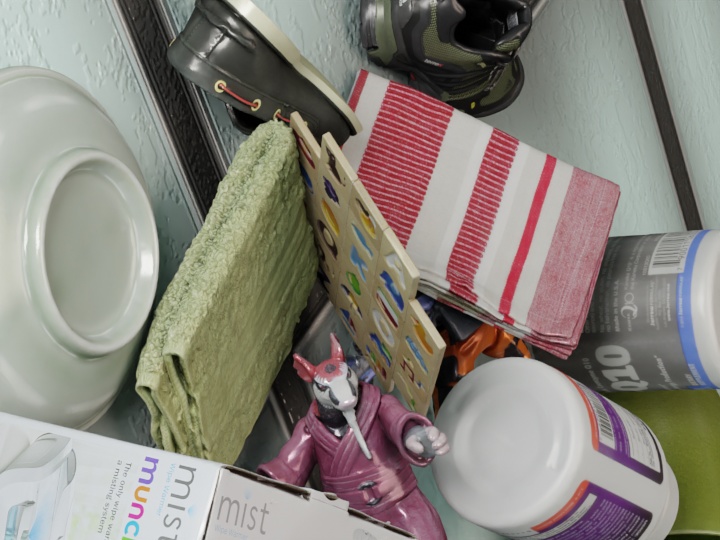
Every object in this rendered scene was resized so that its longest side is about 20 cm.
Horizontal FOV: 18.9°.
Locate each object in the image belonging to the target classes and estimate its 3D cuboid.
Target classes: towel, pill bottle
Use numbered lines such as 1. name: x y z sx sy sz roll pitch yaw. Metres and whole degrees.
1. towel: -0.075 0.024 1.256 0.149 0.036 0.201 81 26 -51
2. pill bottle: 0.138 0.134 1.440 0.200 0.111 0.112 30 62 -55
3. towel: 0.070 -0.042 1.433 0.199 0.023 0.145 25 56 -8
4. pill bottle: 0.180 0.032 1.572 0.114 0.199 0.115 11 77 -59

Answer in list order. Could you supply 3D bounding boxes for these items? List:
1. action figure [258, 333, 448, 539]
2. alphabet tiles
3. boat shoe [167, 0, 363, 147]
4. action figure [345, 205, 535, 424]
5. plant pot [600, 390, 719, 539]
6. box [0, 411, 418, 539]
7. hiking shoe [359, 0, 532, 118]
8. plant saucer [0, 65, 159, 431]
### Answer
1. action figure: 0.013 0.130 1.318 0.149 0.133 0.202 -46 122 -68
2. alphabet tiles: 0.000 0.000 1.294 0.167 0.006 0.200 58 -14 17
3. boat shoe: -0.057 -0.112 1.312 0.063 0.074 0.201 -49 156 2
4. action figure: 0.039 0.049 1.466 0.199 0.104 0.195 -32 110 -29
5. plant pot: 0.219 0.148 1.682 0.187 0.186 0.201 42 38 -51
6. box: -0.095 0.142 1.092 0.200 0.175 0.097 31 73 -57
7. hiking shoe: 0.081 -0.154 1.512 0.200 0.100 0.076 19 71 -58
8. plant saucer: -0.155 -0.009 1.138 0.200 0.050 0.202 8 80 -59
